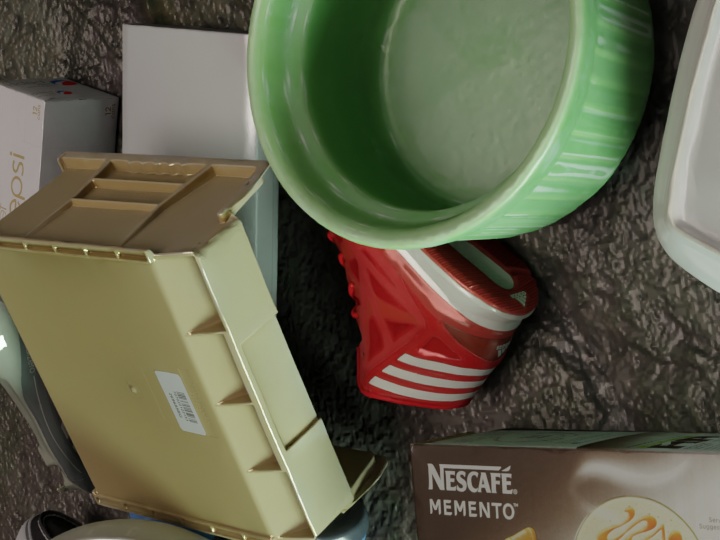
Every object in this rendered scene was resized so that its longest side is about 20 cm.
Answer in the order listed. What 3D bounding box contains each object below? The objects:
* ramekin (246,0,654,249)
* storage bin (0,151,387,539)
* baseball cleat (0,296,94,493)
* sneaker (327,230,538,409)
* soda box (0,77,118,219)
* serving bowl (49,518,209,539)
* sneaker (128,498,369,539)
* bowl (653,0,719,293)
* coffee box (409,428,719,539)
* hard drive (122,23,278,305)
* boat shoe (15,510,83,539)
[{"bbox_3d":[0.048,-0.108,0.906,0.199,0.097,0.202,-3,85,37],"label":"ramekin"},{"bbox_3d":[-0.102,0.043,1.048,0.198,0.094,0.201,5,125,44],"label":"storage bin"},{"bbox_3d":[-0.180,0.070,1.180,0.070,0.106,0.201,59,176,40],"label":"baseball cleat"},{"bbox_3d":[0.000,0.000,1.009,0.200,0.078,0.116,46,124,32],"label":"sneaker"},{"bbox_3d":[-0.214,-0.025,1.230,0.068,0.063,0.202,21,111,42],"label":"soda box"},{"bbox_3d":[-0.123,0.229,1.100,0.198,0.066,0.202,7,117,13],"label":"serving bowl"},{"bbox_3d":[-0.065,0.162,1.115,0.199,0.066,0.079,3,114,44],"label":"sneaker"},{"bbox_3d":[0.213,-0.058,0.788,0.199,0.074,0.202,29,117,40],"label":"bowl"},{"bbox_3d":[0.125,0.137,0.898,0.199,0.079,0.115,-2,92,45],"label":"coffee box"},{"bbox_3d":[-0.102,-0.050,1.139,0.131,0.027,0.202,11,105,44],"label":"hard drive"},{"bbox_3d":[-0.151,0.212,1.202,0.200,0.070,0.067,40,115,33],"label":"boat shoe"}]
